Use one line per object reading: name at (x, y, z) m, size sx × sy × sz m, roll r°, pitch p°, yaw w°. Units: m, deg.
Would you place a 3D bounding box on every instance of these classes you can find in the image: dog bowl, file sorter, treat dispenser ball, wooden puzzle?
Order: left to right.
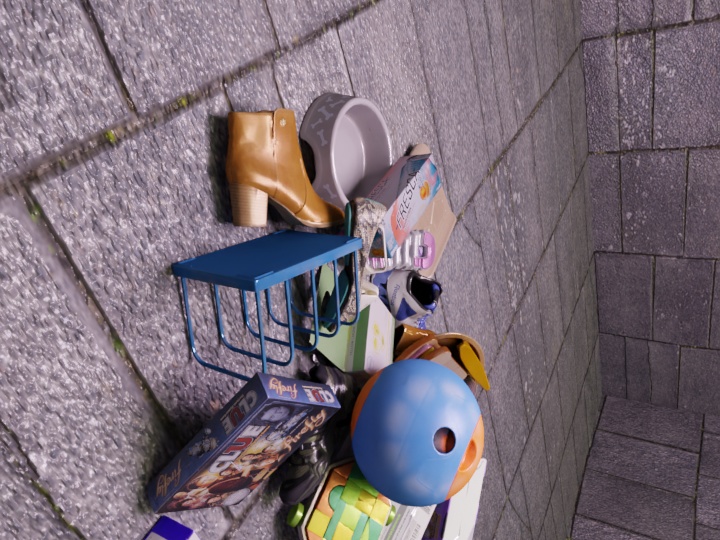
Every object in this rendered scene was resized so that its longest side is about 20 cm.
file sorter at (-0.104, 0.034, 0.667) m, size 0.198 × 0.136 × 0.127 m, roll -26°, pitch 118°, yaw -52°
dog bowl at (-0.015, -0.176, 0.845) m, size 0.198 × 0.057 × 0.207 m, roll -9°, pitch 101°, yaw -56°
treat dispenser ball at (0.081, 0.234, 0.785) m, size 0.199 × 0.196 × 0.208 m, roll -9°, pitch 101°, yaw -55°
wooden puzzle at (0.116, -0.116, 1.065) m, size 0.202 × 0.045 × 0.188 m, roll 57°, pitch 48°, yaw -37°

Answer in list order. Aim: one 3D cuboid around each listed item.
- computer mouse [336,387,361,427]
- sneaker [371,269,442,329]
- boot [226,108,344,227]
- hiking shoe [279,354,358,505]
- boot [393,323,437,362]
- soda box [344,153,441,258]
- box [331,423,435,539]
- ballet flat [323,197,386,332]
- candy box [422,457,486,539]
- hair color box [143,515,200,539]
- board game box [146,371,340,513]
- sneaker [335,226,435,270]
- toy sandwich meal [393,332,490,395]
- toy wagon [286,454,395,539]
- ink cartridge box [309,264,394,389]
computer mouse at (-0.052, 0.257, 0.867) m, size 0.059 × 0.033 × 0.203 m, roll 48°, pitch 61°, yaw -36°
sneaker at (0.102, 0.073, 0.997) m, size 0.081 × 0.113 × 0.202 m, roll -57°, pitch 137°, yaw -33°
boot at (-0.088, -0.134, 0.707) m, size 0.198 × 0.069 × 0.149 m, roll -6°, pitch 102°, yaw -49°
hiking shoe at (-0.084, 0.231, 0.783) m, size 0.099 × 0.075 × 0.204 m, roll 33°, pitch 67°, yaw -20°
boot at (0.079, 0.189, 1.017) m, size 0.141 × 0.071 × 0.204 m, roll 18°, pitch 116°, yaw -25°
soda box at (0.056, -0.105, 0.845) m, size 0.201 × 0.067 × 0.065 m, roll -54°, pitch 132°, yaw -37°
box at (0.033, 0.358, 0.885) m, size 0.199 × 0.041 × 0.157 m, roll 41°, pitch 61°, yaw -10°
ballet flat at (0.000, 0.000, 0.753) m, size 0.073 × 0.068 × 0.206 m, roll 7°, pitch 112°, yaw -14°
candy box at (0.135, 0.417, 1.005) m, size 0.070 × 0.199 × 0.173 m, roll 22°, pitch 73°, yaw -22°
hair color box at (-0.204, 0.400, 0.618) m, size 0.110 × 0.063 × 0.204 m, roll -49°, pitch 133°, yaw -43°
board game box at (-0.132, 0.203, 0.620) m, size 0.200 × 0.035 × 0.134 m, roll -46°, pitch 145°, yaw 14°
sneaker at (0.033, -0.037, 0.921) m, size 0.195 × 0.088 × 0.083 m, roll 4°, pitch 90°, yaw -34°
toy sandwich meal at (0.145, 0.196, 0.957) m, size 0.199 × 0.071 × 0.211 m, roll -8°, pitch 121°, yaw -13°
toy wagon at (-0.015, 0.350, 0.817) m, size 0.153 × 0.039 × 0.203 m, roll 35°, pitch 63°, yaw -13°
ink cartridge box at (-0.005, 0.096, 0.865) m, size 0.201 × 0.047 × 0.149 m, roll 53°, pitch 34°, yaw -46°
